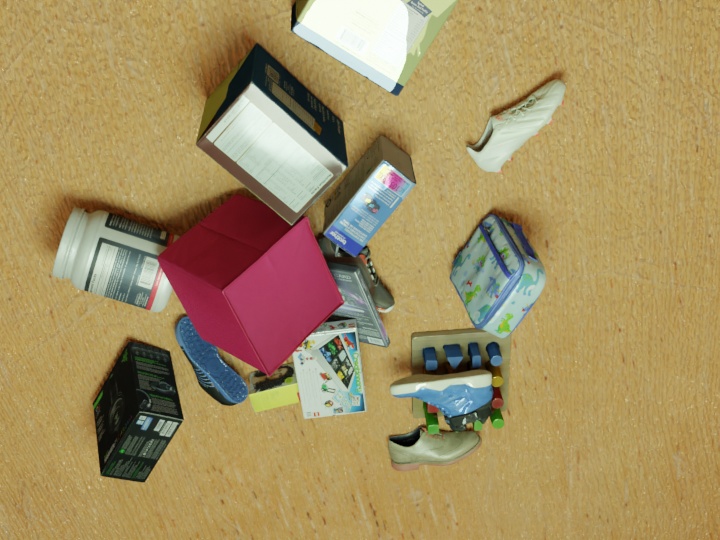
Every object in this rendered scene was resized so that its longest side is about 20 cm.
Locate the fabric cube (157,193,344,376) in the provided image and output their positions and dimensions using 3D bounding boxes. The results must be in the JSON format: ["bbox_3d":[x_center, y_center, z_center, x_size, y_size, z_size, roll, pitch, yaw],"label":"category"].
[{"bbox_3d":[-0.182,0.017,1.492,0.200,0.198,0.198,-42,129,-26],"label":"fabric cube"}]

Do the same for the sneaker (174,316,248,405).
[{"bbox_3d":[-0.300,0.181,1.703,0.077,0.070,0.201,-21,106,49],"label":"sneaker"}]

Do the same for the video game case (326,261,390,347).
[{"bbox_3d":[-0.034,0.059,1.616,0.141,0.019,0.201,10,139,33],"label":"video game case"}]

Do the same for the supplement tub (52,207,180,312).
[{"bbox_3d":[-0.418,-0.020,1.537,0.197,0.141,0.142,19,117,-14],"label":"supplement tub"}]

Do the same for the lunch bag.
[{"bbox_3d":[0.242,0.004,1.568,0.082,0.201,0.162,22,118,-24],"label":"lunch bag"}]

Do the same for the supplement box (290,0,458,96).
[{"bbox_3d":[0.024,-0.418,1.349,0.198,0.135,0.201,27,114,-18],"label":"supplement box"}]

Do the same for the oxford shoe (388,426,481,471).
[{"bbox_3d":[0.153,0.361,1.839,0.197,0.071,0.076,-15,114,3],"label":"oxford shoe"}]

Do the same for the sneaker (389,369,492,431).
[{"bbox_3d":[0.156,0.255,1.681,0.197,0.077,0.113,-5,95,-8],"label":"sneaker"}]

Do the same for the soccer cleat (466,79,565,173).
[{"bbox_3d":[0.265,-0.252,1.504,0.077,0.070,0.200,35,114,-18],"label":"soccer cleat"}]

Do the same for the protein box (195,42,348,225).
[{"bbox_3d":[-0.137,-0.220,1.411,0.199,0.199,0.135,40,110,-23],"label":"protein box"}]

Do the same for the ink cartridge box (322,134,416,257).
[{"bbox_3d":[0.003,-0.118,1.516,0.076,0.137,0.200,36,111,-17],"label":"ink cartridge box"}]

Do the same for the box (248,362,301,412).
[{"bbox_3d":[-0.118,0.218,1.734,0.197,0.076,0.051,-13,121,2],"label":"box"}]

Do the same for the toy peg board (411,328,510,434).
[{"bbox_3d":[0.204,0.227,1.751,0.197,0.098,0.202,-4,120,-3],"label":"toy peg board"}]

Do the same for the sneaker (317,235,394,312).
[{"bbox_3d":[0.000,0.000,1.622,0.199,0.077,0.082,37,105,-23],"label":"sneaker"}]

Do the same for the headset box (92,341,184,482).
[{"bbox_3d":[-0.423,0.261,1.668,0.092,0.201,0.175,19,119,-33],"label":"headset box"}]

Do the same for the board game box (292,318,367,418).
[{"bbox_3d":[-0.058,0.187,1.656,0.124,0.035,0.202,-6,123,0],"label":"board game box"}]
